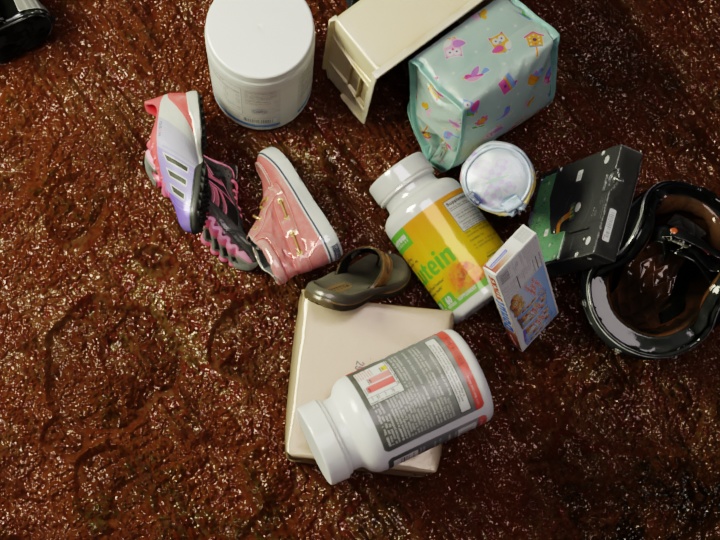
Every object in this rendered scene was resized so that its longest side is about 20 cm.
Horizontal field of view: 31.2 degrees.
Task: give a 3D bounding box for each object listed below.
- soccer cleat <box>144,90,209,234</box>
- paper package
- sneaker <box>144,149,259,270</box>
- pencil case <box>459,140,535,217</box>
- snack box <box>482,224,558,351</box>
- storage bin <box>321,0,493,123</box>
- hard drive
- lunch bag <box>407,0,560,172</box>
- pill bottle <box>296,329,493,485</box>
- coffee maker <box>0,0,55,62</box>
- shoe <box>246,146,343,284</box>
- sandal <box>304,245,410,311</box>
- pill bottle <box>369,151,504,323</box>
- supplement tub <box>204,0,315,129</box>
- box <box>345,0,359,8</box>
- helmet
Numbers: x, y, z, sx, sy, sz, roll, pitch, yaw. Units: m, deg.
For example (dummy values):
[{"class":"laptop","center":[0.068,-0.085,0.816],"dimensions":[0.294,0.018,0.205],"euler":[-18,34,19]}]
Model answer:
[{"class":"soccer cleat","center":[-0.221,-0.128,1.552],"dimensions":[0.073,0.068,0.200],"euler":[-4,61,-4]},{"class":"paper package","center":[0.008,0.139,1.556],"dimensions":[0.191,0.103,0.200],"euler":[7,77,-2]},{"class":"sneaker","center":[-0.179,-0.092,1.612],"dimensions":[0.095,0.079,0.200],"euler":[-37,84,-22]},{"class":"pencil case","center":[0.172,-0.111,1.568],"dimensions":[0.091,0.200,0.083],"euler":[45,99,2]},{"class":"snack box","center":[0.195,0.025,1.549],"dimensions":[0.024,0.200,0.072],"euler":[36,76,31]},{"class":"storage bin","center":[0.059,-0.297,1.601],"dimensions":[0.200,0.199,0.094],"euler":[-38,84,-10]},{"class":"hard drive","center":[0.263,-0.066,1.568],"dimensions":[0.038,0.200,0.140],"euler":[21,76,-17]},{"class":"lunch bag","center":[0.150,-0.220,1.596],"dimensions":[0.170,0.200,0.122],"euler":[-38,69,-13]},{"class":"pill bottle","center":[0.038,0.155,1.444],"dimensions":[0.200,0.116,0.116],"euler":[-24,81,-10]},{"class":"coffee maker","center":[-0.508,-0.356,1.623],"dimensions":[0.192,0.135,0.200],"euler":[-27,79,15]},{"class":"shoe","center":[-0.105,-0.069,1.576],"dimensions":[0.091,0.071,0.200],"euler":[-27,53,-10]},{"class":"sandal","center":[0.000,0.000,1.545],"dimensions":[0.082,0.200,0.055],"euler":[18,109,28]},{"class":"pill bottle","center":[0.101,-0.044,1.596],"dimensions":[0.111,0.111,0.200],"euler":[-35,82,-10]},{"class":"supplement tub","center":[-0.121,-0.261,1.580],"dimensions":[0.132,0.200,0.132],"euler":[1,78,-4]},{"class":"box","center":[0.018,-0.460,1.641],"dimensions":[0.104,0.182,0.200],"euler":[-13,80,-7]},{"class":"helmet","center":[0.361,0.008,1.565],"dimensions":[0.200,0.191,0.200],"euler":[14,44,-14]}]
